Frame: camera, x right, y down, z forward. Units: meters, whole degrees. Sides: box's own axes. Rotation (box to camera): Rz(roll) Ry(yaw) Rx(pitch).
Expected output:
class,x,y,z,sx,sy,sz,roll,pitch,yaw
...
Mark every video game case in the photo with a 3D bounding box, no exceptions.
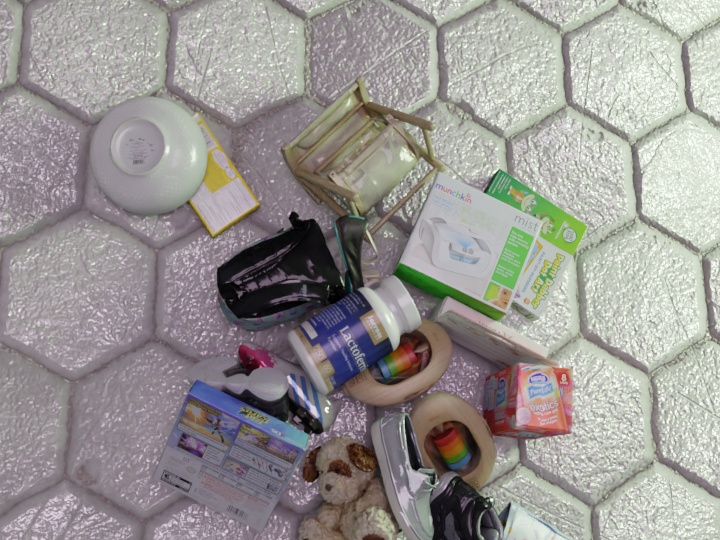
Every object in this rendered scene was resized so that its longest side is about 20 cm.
class,x,y,z,sx,sy,sz,roll,pitch,yaw
video game case,-0.203,0.290,1.351,0.198,0.046,0.183,26,116,-3

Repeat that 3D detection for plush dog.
class,x,y,z,sx,sy,sz,roll,pitch,yaw
plush dog,-0.009,0.346,1.375,0.159,0.198,0.174,-21,91,-46

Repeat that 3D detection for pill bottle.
class,x,y,z,sx,sy,sz,roll,pitch,yaw
pill bottle,-0.008,0.099,1.385,0.198,0.116,0.117,-32,84,-9

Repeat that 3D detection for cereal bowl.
class,x,y,z,sx,sy,sz,roll,pitch,yaw
cereal bowl,-0.359,-0.198,1.451,0.196,0.083,0.204,0,83,1

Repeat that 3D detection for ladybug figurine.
class,x,y,z,sx,sy,sz,roll,pitch,yaw
ladybug figurine,0.145,0.278,1.416,0.134,0.072,0.202,-26,113,1
ladybug figurine,0.060,0.159,1.453,0.197,0.072,0.137,-22,64,-7

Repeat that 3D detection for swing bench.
class,x,y,z,sx,sy,sz,roll,pitch,yaw
swing bench,0.004,-0.194,1.497,0.199,0.130,0.199,-43,57,-14

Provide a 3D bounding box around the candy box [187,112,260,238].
class,x,y,z,sx,sy,sz,roll,pitch,yaw
candy box,-0.269,-0.165,1.506,0.101,0.026,0.201,-33,84,-10

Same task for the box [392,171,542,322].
class,x,y,z,sx,sy,sz,roll,pitch,yaw
box,0.180,-0.037,1.470,0.197,0.097,0.179,26,75,1

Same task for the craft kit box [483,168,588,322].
class,x,y,z,sx,sy,sz,roll,pitch,yaw
craft kit box,0.279,-0.046,1.561,0.196,0.049,0.202,32,75,-4

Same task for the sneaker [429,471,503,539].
class,x,y,z,sx,sy,sz,roll,pitch,yaw
sneaker,0.154,0.424,1.345,0.075,0.113,0.204,-6,108,-47

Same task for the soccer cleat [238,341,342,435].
class,x,y,z,sx,sy,sz,roll,pitch,yaw
soccer cleat,-0.115,0.182,1.439,0.200,0.070,0.086,45,56,2

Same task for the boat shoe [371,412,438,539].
class,x,y,z,sx,sy,sz,roll,pitch,yaw
boat shoe,0.078,0.314,1.316,0.071,0.070,0.204,-25,74,22

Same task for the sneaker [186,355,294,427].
class,x,y,z,sx,sy,sz,roll,pitch,yaw
sneaker,-0.192,0.209,1.394,0.075,0.197,0.116,-43,130,-46

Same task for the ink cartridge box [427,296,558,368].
class,x,y,z,sx,sy,sz,roll,pitch,yaw
ink cartridge box,0.221,0.106,1.446,0.198,0.176,0.045,27,74,-2

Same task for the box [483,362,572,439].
class,x,y,z,sx,sy,sz,roll,pitch,yaw
box,0.269,0.216,1.416,0.093,0.200,0.105,6,75,-6

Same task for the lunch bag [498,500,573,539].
class,x,y,z,sx,sy,sz,roll,pitch,yaw
lunch bag,0.261,0.499,1.392,0.168,0.127,0.202,30,85,-1

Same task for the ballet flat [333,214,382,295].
class,x,y,z,sx,sy,sz,roll,pitch,yaw
ballet flat,0.000,0.000,1.439,0.067,0.203,0.068,-9,35,-4

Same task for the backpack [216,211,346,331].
class,x,y,z,sx,sy,sz,roll,pitch,yaw
backpack,-0.139,0.021,1.434,0.197,0.127,0.169,-23,70,-12
